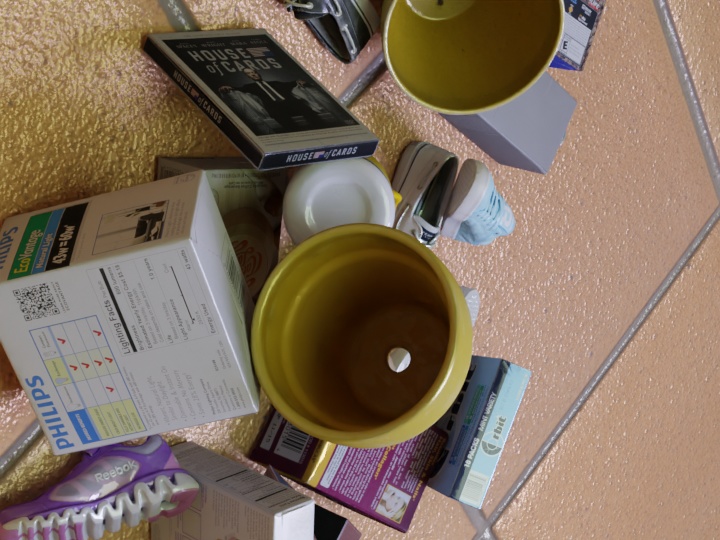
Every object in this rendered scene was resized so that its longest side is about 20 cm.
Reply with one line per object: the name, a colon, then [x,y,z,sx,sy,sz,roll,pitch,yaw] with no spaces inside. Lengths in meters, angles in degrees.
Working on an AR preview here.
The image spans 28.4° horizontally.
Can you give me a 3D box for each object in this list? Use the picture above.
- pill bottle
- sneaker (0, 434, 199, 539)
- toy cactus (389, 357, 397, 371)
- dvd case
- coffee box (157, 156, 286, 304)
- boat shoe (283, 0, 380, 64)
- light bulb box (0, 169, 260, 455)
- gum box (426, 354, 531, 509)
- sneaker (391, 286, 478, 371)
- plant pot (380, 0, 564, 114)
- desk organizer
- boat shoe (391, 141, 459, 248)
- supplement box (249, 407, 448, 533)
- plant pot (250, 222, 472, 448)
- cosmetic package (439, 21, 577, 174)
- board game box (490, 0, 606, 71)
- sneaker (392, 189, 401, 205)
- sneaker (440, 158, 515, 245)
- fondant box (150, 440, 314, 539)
pill bottle: [-0.022,-0.073,1.469,0.111,0.200,0.113,0,99,0]
sneaker: [-0.265,0.216,1.405,0.199,0.089,0.081,-14,154,-23]
toy cactus: [-0.006,0.061,1.517,0.165,0.102,0.200,54,48,-15]
dvd case: [-0.096,-0.170,1.373,0.150,0.200,0.025,-12,138,-43]
coffee box: [-0.148,-0.011,1.445,0.114,0.080,0.201,-6,106,-44]
boat shoe: [-0.047,-0.291,1.472,0.200,0.071,0.064,45,69,-45]
light bulb box: [-0.211,0.040,1.294,0.125,0.199,0.199,-89,165,-58]
gum box: [0.128,0.188,1.711,0.044,0.200,0.171,22,84,-11]
sneaker: [0.063,0.079,1.663,0.200,0.082,0.074,-40,133,-50]
plant pot: [0.106,-0.291,1.554,0.199,0.142,0.201,-7,126,-10]
desk organizer: [-0.065,0.291,1.582,0.077,0.072,0.200,-62,156,-16]
boat shoe: [0.059,-0.052,1.653,0.073,0.067,0.201,12,93,-46]
supplement box: [-0.010,0.202,1.634,0.200,0.103,0.131,36,74,-44]
plant pot: [0.018,0.074,1.356,0.201,0.200,0.189,-67,161,-6]
cosmetic package: [0.167,-0.207,1.706,0.200,0.090,0.107,37,75,-48]
board game box: [0.219,-0.363,1.701,0.159,0.097,0.201,22,86,-47]
sneaker: [0.000,0.000,1.603,0.073,0.077,0.201,-6,108,-46]
sneaker: [0.145,-0.076,1.648,0.200,0.082,0.074,107,-2,-81]
fondant box: [-0.135,0.276,1.458,0.058,0.200,0.145,-13,112,-42]
